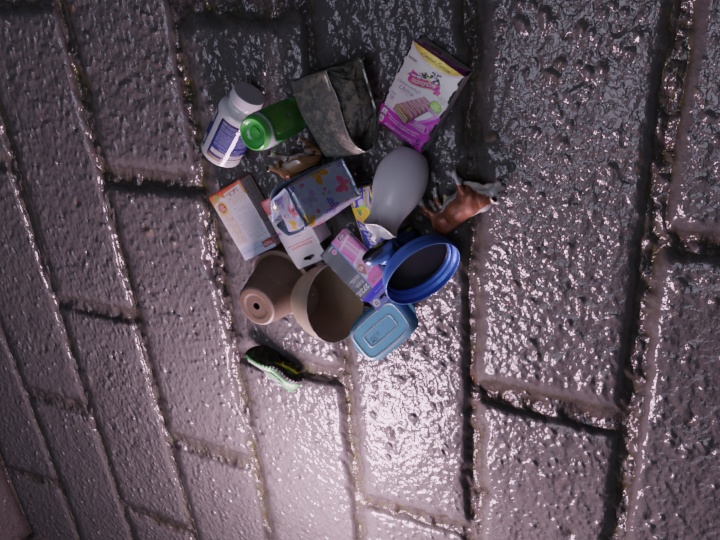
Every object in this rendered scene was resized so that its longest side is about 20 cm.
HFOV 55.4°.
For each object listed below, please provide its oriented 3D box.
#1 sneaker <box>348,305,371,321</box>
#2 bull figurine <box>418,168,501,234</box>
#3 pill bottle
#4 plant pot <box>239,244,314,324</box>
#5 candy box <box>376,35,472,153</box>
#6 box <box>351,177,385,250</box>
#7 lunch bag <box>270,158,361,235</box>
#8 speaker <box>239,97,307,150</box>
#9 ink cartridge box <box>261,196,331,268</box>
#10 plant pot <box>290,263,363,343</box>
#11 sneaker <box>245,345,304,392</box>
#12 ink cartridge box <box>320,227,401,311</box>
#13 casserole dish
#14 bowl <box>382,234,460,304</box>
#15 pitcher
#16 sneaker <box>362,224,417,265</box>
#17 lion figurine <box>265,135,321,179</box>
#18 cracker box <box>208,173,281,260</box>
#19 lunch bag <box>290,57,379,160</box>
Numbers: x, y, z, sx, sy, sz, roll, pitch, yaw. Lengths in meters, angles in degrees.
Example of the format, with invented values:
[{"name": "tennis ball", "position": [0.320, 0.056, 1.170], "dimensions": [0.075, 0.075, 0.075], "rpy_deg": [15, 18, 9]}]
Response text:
[{"name": "sneaker", "position": [0.031, 0.146, 1.800], "dimensions": [0.197, 0.090, 0.079], "rpy_deg": [-11, 126, 35]}, {"name": "bull figurine", "position": [0.223, -0.159, 1.545], "dimensions": [0.199, 0.065, 0.122], "rpy_deg": [-37, 91, 36]}, {"name": "pill bottle", "position": [-0.315, -0.364, 1.708], "dimensions": [0.111, 0.111, 0.201], "rpy_deg": [41, 129, 3]}, {"name": "plant pot", "position": [-0.234, 0.056, 1.857], "dimensions": [0.197, 0.175, 0.203], "rpy_deg": [13, 121, 22]}, {"name": "candy box", "position": [0.132, -0.377, 1.477], "dimensions": [0.136, 0.061, 0.201], "rpy_deg": [36, 127, 8]}, {"name": "box", "position": [0.035, -0.119, 1.675], "dimensions": [0.069, 0.064, 0.203], "rpy_deg": [-6, 113, 32]}, {"name": "lunch bag", "position": [-0.119, -0.170, 1.622], "dimensions": [0.129, 0.168, 0.200], "rpy_deg": [61, 160, -5]}, {"name": "speaker", "position": [-0.194, -0.342, 1.592], "dimensions": [0.087, 0.200, 0.090], "rpy_deg": [13, 120, 23]}, {"name": "ink cartridge box", "position": [-0.157, -0.117, 1.784], "dimensions": [0.115, 0.067, 0.202], "rpy_deg": [-19, 104, 36]}, {"name": "plant pot", "position": [-0.106, 0.079, 1.782], "dimensions": [0.133, 0.199, 0.203], "rpy_deg": [3, 119, 46]}, {"name": "sneaker", "position": [-0.269, 0.304, 2.075], "dimensions": [0.198, 0.078, 0.086], "rpy_deg": [33, 128, 9]}, {"name": "ink cartridge box", "position": [0.000, 0.000, 1.681], "dimensions": [0.200, 0.037, 0.095], "rpy_deg": [45, 111, 5]}, {"name": "casserole dish", "position": [0.055, 0.147, 1.726], "dimensions": [0.200, 0.039, 0.122], "rpy_deg": [-42, 87, 21]}, {"name": "bowl", "position": [0.140, -0.004, 1.610], "dimensions": [0.040, 0.198, 0.202], "rpy_deg": [58, 137, 35]}, {"name": "pitcher", "position": [0.074, -0.166, 1.561], "dimensions": [0.120, 0.203, 0.172], "rpy_deg": [24, 169, -3]}, {"name": "sneaker", "position": [0.079, -0.041, 1.605], "dimensions": [0.065, 0.199, 0.080], "rpy_deg": [-18, 100, 39]}, {"name": "lion figurine", "position": [-0.147, -0.264, 1.642], "dimensions": [0.198, 0.121, 0.074], "rpy_deg": [-3, 82, 48]}, {"name": "cracker box", "position": [-0.306, -0.143, 1.861], "dimensions": [0.133, 0.058, 0.202], "rpy_deg": [-20, 104, 37]}, {"name": "lunch bag", "position": [-0.047, -0.353, 1.533], "dimensions": [0.163, 0.117, 0.203], "rpy_deg": [7, 120, 55]}]
